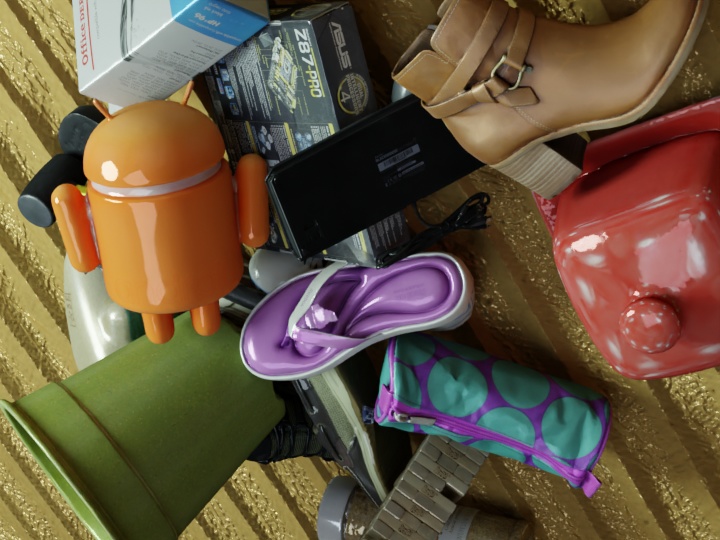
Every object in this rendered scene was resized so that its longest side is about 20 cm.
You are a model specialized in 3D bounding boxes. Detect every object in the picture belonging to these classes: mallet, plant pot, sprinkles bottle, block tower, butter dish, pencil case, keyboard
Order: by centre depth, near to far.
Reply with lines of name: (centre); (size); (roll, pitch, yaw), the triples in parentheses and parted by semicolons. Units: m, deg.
butter dish: (0.225, 0.005, 1.038); (0.198, 0.148, 0.201); (-18, 112, 35)
keyboard: (0.033, -0.065, 1.069); (0.021, 0.199, 0.128); (40, 154, 61)
pencil case: (0.107, 0.116, 1.179); (0.198, 0.093, 0.086); (17, 132, -5)
plant pot: (-0.170, 0.132, 1.205); (0.200, 0.189, 0.201); (46, 162, 20)
block tower: (0.055, 0.192, 1.213); (0.054, 0.201, 0.058); (34, 152, 1)
mallet: (-0.211, -0.056, 1.226); (0.198, 0.066, 0.041); (14, 138, 32)
sprinkles bottle: (0.060, 0.246, 1.336); (0.198, 0.068, 0.069); (10, 125, 20)

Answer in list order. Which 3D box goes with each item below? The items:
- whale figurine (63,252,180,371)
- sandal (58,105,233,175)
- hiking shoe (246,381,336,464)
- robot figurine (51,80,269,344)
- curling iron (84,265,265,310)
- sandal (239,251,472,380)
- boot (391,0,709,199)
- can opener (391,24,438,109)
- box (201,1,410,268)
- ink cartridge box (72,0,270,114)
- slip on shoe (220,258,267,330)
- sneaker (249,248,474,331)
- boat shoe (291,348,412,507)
whale figurine: (-0.220, 0.033, 1.328); (0.159, 0.103, 0.202); (178, 78, -69)
sandal: (-0.184, -0.078, 1.261); (0.198, 0.043, 0.077); (23, 129, 12)
hiking shoe: (-0.065, 0.152, 1.315); (0.198, 0.101, 0.076); (21, 129, 14)
robot figurine: (-0.153, -0.046, 1.125); (0.142, 0.117, 0.202); (6, 116, 28)
curling iron: (-0.159, 0.002, 1.223); (0.198, 0.026, 0.050); (19, 122, 2)
sandal: (-0.012, 0.027, 1.134); (0.201, 0.050, 0.083); (-21, 75, 14)
boot: (0.131, -0.160, 0.999); (0.155, 0.077, 0.200); (35, 125, -13)
can opener: (0.024, -0.104, 1.115); (0.053, 0.066, 0.201); (51, 133, 28)
box: (-0.050, -0.108, 1.126); (0.160, 0.049, 0.202); (10, 122, 50)
ink cartridge box: (-0.165, -0.204, 1.114); (0.067, 0.117, 0.199); (15, 147, -43)
slip on shoe: (-0.094, 0.034, 1.272); (0.198, 0.076, 0.061); (15, 120, 9)
sneaker: (0.000, 0.000, 1.197); (0.198, 0.072, 0.073); (9, 139, 14)
boat shoe: (-0.011, 0.129, 1.244); (0.065, 0.072, 0.202); (-6, 125, 27)
